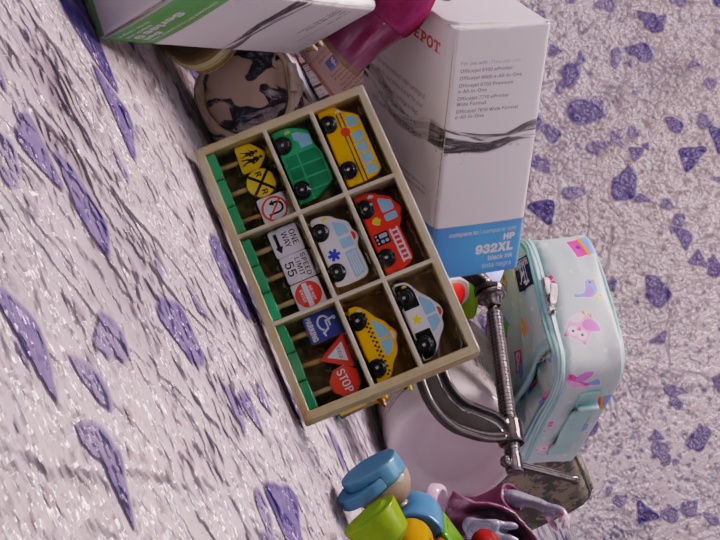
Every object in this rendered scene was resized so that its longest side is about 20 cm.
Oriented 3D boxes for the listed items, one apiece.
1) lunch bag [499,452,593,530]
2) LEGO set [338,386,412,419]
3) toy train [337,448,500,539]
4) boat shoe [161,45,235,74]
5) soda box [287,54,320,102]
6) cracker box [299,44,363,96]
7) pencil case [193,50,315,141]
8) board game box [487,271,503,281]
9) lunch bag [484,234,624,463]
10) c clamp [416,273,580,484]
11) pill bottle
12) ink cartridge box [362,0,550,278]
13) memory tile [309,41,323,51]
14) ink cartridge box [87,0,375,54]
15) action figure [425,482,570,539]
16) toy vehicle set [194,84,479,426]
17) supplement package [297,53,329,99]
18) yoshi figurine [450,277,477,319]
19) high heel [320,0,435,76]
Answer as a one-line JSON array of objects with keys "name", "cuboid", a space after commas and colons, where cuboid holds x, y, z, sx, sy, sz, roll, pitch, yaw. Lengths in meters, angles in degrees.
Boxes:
[{"name": "lunch bag", "cuboid": [0.151, 0.173, 1.611, 0.200, 0.139, 0.168, 57, 12, -56]}, {"name": "LEGO set", "cuboid": [0.000, 0.000, 1.132, 0.200, 0.115, 0.154, -107, 170, -50]}, {"name": "toy train", "cuboid": [0.034, 0.189, 0.926, 0.116, 0.085, 0.200, 54, 9, -9]}, {"name": "boat shoe", "cuboid": [-0.124, -0.206, 1.118, 0.063, 0.073, 0.201, 51, 8, -46]}, {"name": "soda box", "cuboid": [-0.066, -0.134, 1.297, 0.200, 0.068, 0.064, 59, 6, -41]}, {"name": "cracker box", "cuboid": [-0.011, -0.208, 1.328, 0.200, 0.058, 0.134, 54, 21, 21]}, {"name": "pencil case", "cuboid": [-0.062, -0.112, 1.165, 0.200, 0.089, 0.078, 45, 28, -73]}, {"name": "board game box", "cuboid": [0.040, -0.050, 1.483, 0.200, 0.043, 0.200, -25, -90, 59]}, {"name": "lunch bag", "cuboid": [0.164, 0.074, 1.324, 0.200, 0.077, 0.161, 102, -16, -55]}, {"name": "c clamp", "cuboid": [0.096, 0.070, 1.211, 0.170, 0.027, 0.201, 15, 56, -41]}, {"name": "pill bottle", "cuboid": [0.068, 0.101, 1.324, 0.200, 0.114, 0.115, -102, 166, -61]}, {"name": "ink cartridge box", "cuboid": [0.064, -0.116, 1.147, 0.145, 0.083, 0.201, -131, -140, -54]}, {"name": "memory tile", "cuboid": [-0.098, -0.256, 1.188, 0.154, 0.017, 0.200, 55, 5, 20]}, {"name": "ink cartridge box", "cuboid": [-0.094, -0.224, 0.977, 0.200, 0.084, 0.147, -6, 75, -56]}, {"name": "action figure", "cuboid": [0.084, 0.232, 1.214, 0.148, 0.134, 0.200, 21, 1, -9]}, {"name": "toy vehicle set", "cuboid": [-0.017, -0.011, 1.006, 0.027, 0.124, 0.201, 84, -17, -77]}, {"name": "supplement package", "cuboid": [-0.024, -0.208, 1.527, 0.111, 0.155, 0.200, 65, 7, 0]}, {"name": "yoshi figurine", "cuboid": [0.044, -0.018, 1.298, 0.200, 0.112, 0.113, -23, 124, -64]}, {"name": "high heel", "cuboid": [-0.016, -0.233, 1.096, 0.067, 0.096, 0.200, 34, 17, -47]}]
